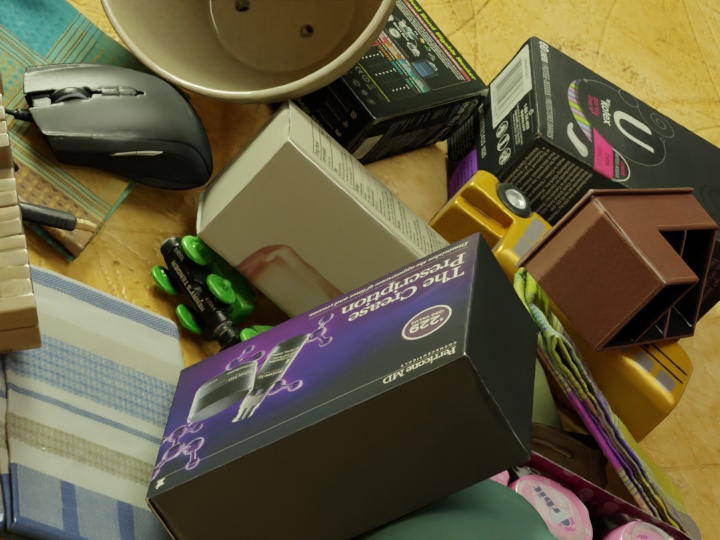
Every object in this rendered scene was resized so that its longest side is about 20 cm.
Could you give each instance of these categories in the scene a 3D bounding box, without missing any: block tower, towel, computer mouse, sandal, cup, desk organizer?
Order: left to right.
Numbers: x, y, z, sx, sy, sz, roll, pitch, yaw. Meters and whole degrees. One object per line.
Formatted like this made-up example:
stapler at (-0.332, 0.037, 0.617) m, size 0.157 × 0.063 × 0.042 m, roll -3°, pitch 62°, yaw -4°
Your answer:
block tower at (-0.217, -0.041, 1.577) m, size 0.057 × 0.054 × 0.201 m, roll -8°, pitch 54°, yaw -6°
towel at (-0.195, -0.099, 1.751) m, size 0.146 × 0.022 × 0.200 m, roll 38°, pitch 34°, yaw -6°
towel at (-0.152, 0.085, 1.581) m, size 0.146 × 0.024 × 0.201 m, roll 22°, pitch 40°, yaw -33°
computer mouse at (-0.157, -0.077, 1.704) m, size 0.199 × 0.046 × 0.141 m, roll 16°, pitch 41°, yaw -34°
cup at (-0.061, -0.193, 1.831) m, size 0.201 × 0.200 × 0.143 m, roll 51°, pitch 0°, yaw 12°
sandal at (0.120, 0.115, 1.809) m, size 0.080 × 0.057 × 0.202 m, roll 12°, pitch 43°, yaw -39°
towel at (0.159, 0.096, 1.814) m, size 0.200 × 0.023 × 0.144 m, roll 56°, pitch 7°, yaw -15°
desk organizer at (0.184, -0.002, 1.852) m, size 0.077 × 0.072 × 0.200 m, roll 50°, pitch 20°, yaw 15°

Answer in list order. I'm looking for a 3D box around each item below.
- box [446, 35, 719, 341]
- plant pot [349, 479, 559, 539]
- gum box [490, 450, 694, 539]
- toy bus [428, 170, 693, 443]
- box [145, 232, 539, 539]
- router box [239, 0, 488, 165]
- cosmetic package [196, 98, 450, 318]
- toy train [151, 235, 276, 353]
box at (0.171, -0.054, 2.014) m, size 0.199 × 0.106 × 0.123 m, roll 29°, pitch 35°, yaw -23°
plant pot at (0.054, 0.212, 1.514) m, size 0.199 × 0.200 × 0.188 m, roll 27°, pitch 23°, yaw -23°
gum box at (0.088, 0.170, 1.657) m, size 0.199 × 0.114 × 0.066 m, roll 29°, pitch 35°, yaw -21°
toy bus at (0.129, 0.027, 1.915) m, size 0.200 × 0.065 × 0.078 m, roll 41°, pitch 34°, yaw -4°
box at (-0.007, 0.078, 1.556) m, size 0.079 × 0.199 × 0.141 m, roll 57°, pitch 19°, yaw -24°
router box at (-0.024, -0.169, 1.976) m, size 0.200 × 0.062 × 0.150 m, roll 52°, pitch 34°, yaw 14°
cosmetic package at (0.000, 0.000, 1.746) m, size 0.200 × 0.087 × 0.103 m, roll 42°, pitch 12°, yaw -12°
toy train at (-0.058, 0.060, 1.698) m, size 0.200 × 0.042 × 0.056 m, roll 56°, pitch 24°, yaw 20°
